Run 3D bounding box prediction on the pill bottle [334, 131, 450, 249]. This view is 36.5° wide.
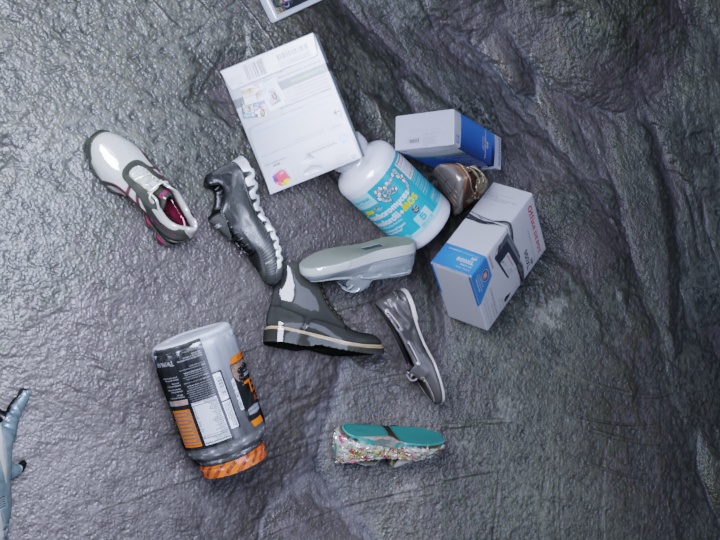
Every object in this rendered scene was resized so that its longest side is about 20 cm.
[{"bbox_3d":[0.041,-0.131,1.741,0.200,0.111,0.111,41,66,-22],"label":"pill bottle"}]

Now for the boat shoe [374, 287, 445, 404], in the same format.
[{"bbox_3d":[0.078,0.128,1.771,0.057,0.067,0.200,-20,92,-16],"label":"boat shoe"}]

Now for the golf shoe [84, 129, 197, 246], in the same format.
[{"bbox_3d":[-0.301,-0.123,1.540,0.200,0.088,0.077,48,65,-18],"label":"golf shoe"}]

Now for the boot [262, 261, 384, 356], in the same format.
[{"bbox_3d":[-0.049,0.058,1.691,0.200,0.077,0.139,13,74,-32],"label":"boot"}]

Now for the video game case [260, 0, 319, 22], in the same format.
[{"bbox_3d":[-0.114,-0.517,1.733,0.182,0.023,0.200,-33,104,-31],"label":"video game case"}]

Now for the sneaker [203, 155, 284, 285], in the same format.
[{"bbox_3d":[-0.180,-0.066,1.625,0.090,0.066,0.200,-20,92,-29],"label":"sneaker"}]

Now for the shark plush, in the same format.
[{"bbox_3d":[-0.476,0.254,1.428,0.083,0.091,0.200,36,45,-45],"label":"shark plush"}]

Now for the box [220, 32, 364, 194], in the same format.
[{"bbox_3d":[-0.101,-0.236,1.650,0.156,0.041,0.200,-21,97,10],"label":"box"}]

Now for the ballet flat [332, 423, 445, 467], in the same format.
[{"bbox_3d":[0.040,0.281,1.736,0.200,0.076,0.064,9,111,-27],"label":"ballet flat"}]

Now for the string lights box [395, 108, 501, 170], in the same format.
[{"bbox_3d":[0.145,-0.205,1.770,0.200,0.103,0.059,13,76,-61],"label":"string lights box"}]

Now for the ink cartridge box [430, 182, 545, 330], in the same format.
[{"bbox_3d":[0.217,-0.025,1.825,0.200,0.084,0.145,-51,142,-25],"label":"ink cartridge box"}]

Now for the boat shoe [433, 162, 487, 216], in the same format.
[{"bbox_3d":[0.166,-0.145,1.773,0.072,0.200,0.076,-31,85,-1],"label":"boat shoe"}]

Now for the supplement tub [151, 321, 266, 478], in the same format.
[{"bbox_3d":[-0.209,0.183,1.545,0.122,0.122,0.200,-22,98,-32],"label":"supplement tub"}]

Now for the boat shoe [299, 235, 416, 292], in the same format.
[{"bbox_3d":[0.000,0.000,1.680,0.201,0.070,0.072,-13,113,-28],"label":"boat shoe"}]
